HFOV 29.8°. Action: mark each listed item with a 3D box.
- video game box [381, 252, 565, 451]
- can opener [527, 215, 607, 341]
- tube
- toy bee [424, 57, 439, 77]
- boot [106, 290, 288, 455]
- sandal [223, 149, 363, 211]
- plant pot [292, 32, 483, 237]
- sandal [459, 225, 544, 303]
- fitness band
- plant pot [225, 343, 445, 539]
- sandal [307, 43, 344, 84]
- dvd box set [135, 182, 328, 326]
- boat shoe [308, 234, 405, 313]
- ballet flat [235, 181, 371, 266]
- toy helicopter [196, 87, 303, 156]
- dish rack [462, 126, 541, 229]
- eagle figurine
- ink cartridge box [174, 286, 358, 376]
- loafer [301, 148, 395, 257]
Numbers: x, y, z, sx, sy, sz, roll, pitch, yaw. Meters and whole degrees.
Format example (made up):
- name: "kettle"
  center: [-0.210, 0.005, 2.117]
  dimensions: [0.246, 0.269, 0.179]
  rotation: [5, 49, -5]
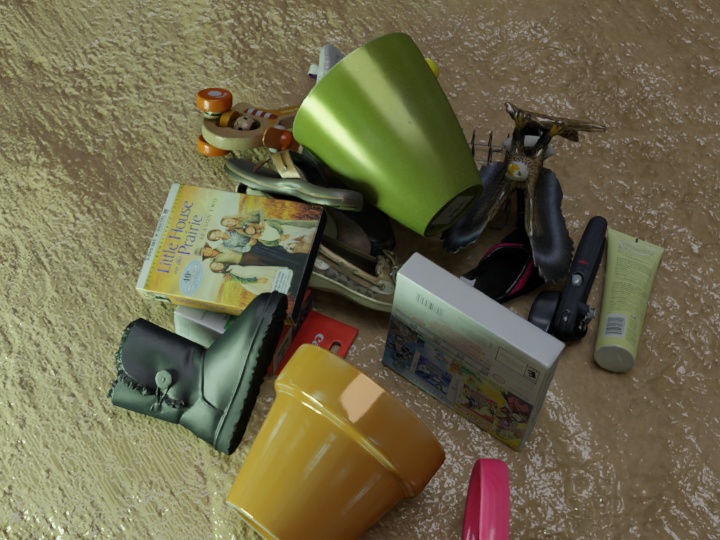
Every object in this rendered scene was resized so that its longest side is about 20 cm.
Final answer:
- name: "video game box"
  center: [0.122, 0.094, 1.528]
  dimensions: [0.199, 0.183, 0.047]
  rotation: [32, 55, 16]
- name: "can opener"
  center: [0.270, 0.008, 1.673]
  dimensions: [0.078, 0.064, 0.201]
  rotation: [22, 57, 11]
- name: "tube"
  center: [0.330, 0.033, 1.675]
  dimensions: [0.051, 0.058, 0.201]
  rotation: [-16, 40, 36]
- name: "toy bee"
  center: [0.035, -0.233, 1.774]
  dimensions: [0.132, 0.108, 0.200]
  rotation: [-54, 33, 4]
- name: "boot"
  center: [-0.186, 0.089, 1.515]
  dimensions: [0.166, 0.202, 0.076]
  rotation: [24, 14, 9]
- name: "sandal"
  center: [-0.077, -0.115, 1.617]
  dimensions: [0.198, 0.055, 0.081]
  rotation: [17, 8, 39]
- name: "plant pot"
  center: [0.052, -0.145, 1.611]
  dimensions: [0.186, 0.188, 0.201]
  rotation: [-32, 72, -24]
- name: "sandal"
  center: [0.175, 0.004, 1.674]
  dimensions: [0.199, 0.045, 0.075]
  rotation: [-35, 72, -24]
- name: "fitness band"
  center: [0.129, 0.295, 1.412]
  dimensions: [0.037, 0.144, 0.202]
  rotation: [5, 54, 0]
- name: "plant pot"
  center: [-0.040, 0.212, 1.439]
  dimensions: [0.199, 0.201, 0.184]
  rotation: [34, 74, 17]
- name: "sandal"
  center: [-0.045, -0.244, 1.785]
  dimensions: [0.049, 0.083, 0.203]
  rotation: [-25, 20, 16]
- name: "dvd box set"
  center: [-0.150, -0.022, 1.586]
  dimensions: [0.197, 0.029, 0.148]
  rotation: [10, 67, 17]
- name: "boat shoe"
  center: [0.000, 0.000, 1.628]
  dimensions: [0.198, 0.063, 0.073]
  rotation: [15, 20, -12]
- name: "ballet flat"
  center: [-0.078, -0.061, 1.682]
  dimensions: [0.199, 0.069, 0.067]
  rotation: [30, 13, 22]
- name: "toy helicopter"
  center: [-0.112, -0.193, 1.762]
  dimensions: [0.198, 0.080, 0.132]
  rotation: [-18, 34, -35]
- name: "dish rack"
  center: [0.135, -0.127, 1.760]
  dimensions: [0.197, 0.055, 0.155]
  rotation: [5, 54, -2]
- name: "eagle figurine"
  center: [0.194, -0.098, 1.658]
  dimensions: [0.150, 0.203, 0.151]
  rotation: [12, 3, -39]
- name: "ink cartridge box"
  center: [-0.110, 0.060, 1.609]
  dimensions: [0.198, 0.051, 0.110]
  rotation: [22, 56, 11]
- name: "loafer"
  center: [-0.017, -0.105, 1.719]
  dimensions: [0.072, 0.073, 0.201]
  rotation: [-25, 62, -22]
